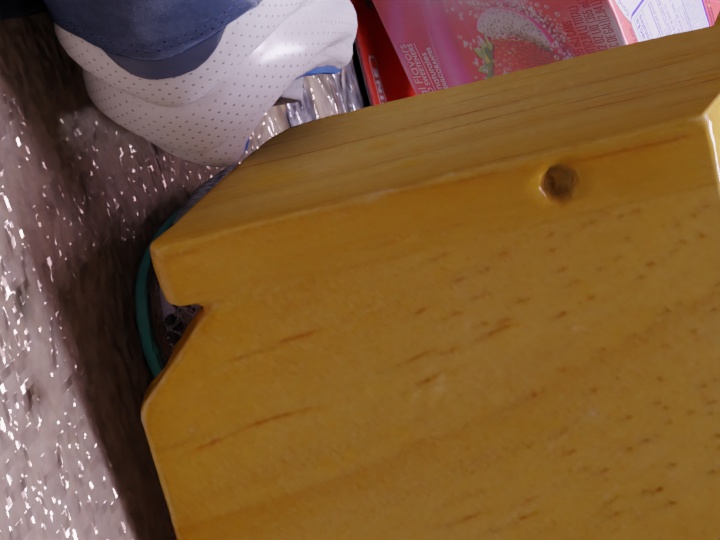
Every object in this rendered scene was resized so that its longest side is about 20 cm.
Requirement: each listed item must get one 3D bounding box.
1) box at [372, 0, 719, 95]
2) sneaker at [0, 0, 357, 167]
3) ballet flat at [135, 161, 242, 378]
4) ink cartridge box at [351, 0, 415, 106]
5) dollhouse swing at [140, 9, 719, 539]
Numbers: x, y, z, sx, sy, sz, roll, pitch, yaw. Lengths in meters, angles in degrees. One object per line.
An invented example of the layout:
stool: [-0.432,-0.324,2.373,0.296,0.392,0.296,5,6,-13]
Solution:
box: [0.047,-0.154,0.847,0.103,0.094,0.200,-53,126,-44]
sneaker: [-0.045,-0.114,0.609,0.200,0.080,0.147,-88,167,-54]
ballet flat: [0.000,0.000,0.671,0.200,0.072,0.072,-11,87,-75]
ink cartridge box: [0.027,-0.134,0.936,0.174,0.043,0.201,-19,96,-76]
dollhouse swing: [0.053,0.036,0.641,0.176,0.181,0.201,-89,165,-68]
